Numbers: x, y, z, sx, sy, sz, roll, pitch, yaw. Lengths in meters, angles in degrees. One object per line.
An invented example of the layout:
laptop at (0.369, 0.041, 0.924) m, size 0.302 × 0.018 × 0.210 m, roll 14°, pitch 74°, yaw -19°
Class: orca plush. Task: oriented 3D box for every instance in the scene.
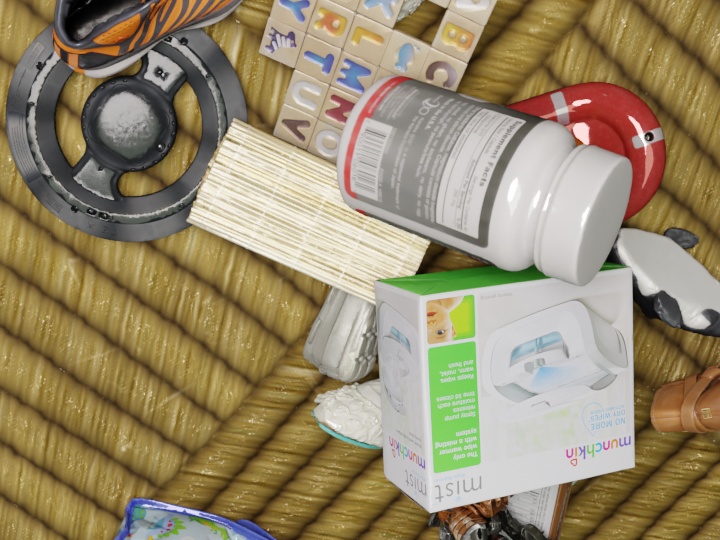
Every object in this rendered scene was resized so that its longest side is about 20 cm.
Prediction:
orca plush at (0.308, 0.021, 0.922) m, size 0.199 × 0.071 × 0.106 m, roll 12°, pitch 64°, yaw -22°

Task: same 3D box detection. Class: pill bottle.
pill bottle at (0.091, -0.068, 0.711) m, size 0.199 × 0.114 × 0.115 m, roll 23°, pitch 111°, yaw 27°

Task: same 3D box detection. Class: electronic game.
electronic game at (-0.194, -0.123, 0.800) m, size 0.198 × 0.042 × 0.202 m, roll -3°, pitch 104°, yaw -11°

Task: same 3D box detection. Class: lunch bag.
lunch bag at (-0.155, 0.336, 0.929) m, size 0.199 × 0.128 × 0.171 m, roll 14°, pitch 108°, yaw -2°

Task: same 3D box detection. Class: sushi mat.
sushi mat at (-0.039, -0.045, 0.800) m, size 0.199 × 0.012 × 0.096 m, roll 24°, pitch 94°, yaw -5°

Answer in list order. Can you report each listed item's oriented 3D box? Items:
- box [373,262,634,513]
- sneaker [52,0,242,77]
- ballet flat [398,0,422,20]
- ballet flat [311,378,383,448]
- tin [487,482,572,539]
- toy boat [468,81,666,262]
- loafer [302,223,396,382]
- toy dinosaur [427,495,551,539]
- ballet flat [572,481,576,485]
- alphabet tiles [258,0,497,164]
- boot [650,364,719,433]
box at (0.121, 0.088, 0.798) m, size 0.199 × 0.097 × 0.178 m, roll -6°, pitch 99°, yaw -22°
sneaker at (-0.144, -0.220, 0.715) m, size 0.200 × 0.112 × 0.078 m, roll -42°, pitch 97°, yaw -10°
ballet flat at (0.063, -0.280, 0.756) m, size 0.072 × 0.072 × 0.200 m, roll 36°, pitch 103°, yaw -18°
ballet flat at (0.033, 0.131, 0.884) m, size 0.072 × 0.072 × 0.200 m, roll -51°, pitch 140°, yaw 11°
tin at (0.150, 0.218, 0.941) m, size 0.111 × 0.042 × 0.201 m, roll 13°, pitch 116°, yaw 16°
toy boat at (0.162, -0.086, 0.801) m, size 0.199 × 0.131 × 0.131 m, roll -18°, pitch 92°, yaw 0°
loafer at (0.000, 0.000, 0.856) m, size 0.069 × 0.070 × 0.201 m, roll 21°, pitch 93°, yaw 25°
toy dinosaur at (0.121, 0.259, 0.897) m, size 0.102 × 0.136 × 0.201 m, roll -35°, pitch 150°, yaw -23°
ballet flat at (0.213, 0.121, 0.936) m, size 0.071 × 0.069 × 0.201 m, roll -19°, pitch 114°, yaw -28°
alphabet tiles at (0.001, -0.175, 0.780) m, size 0.166 × 0.008 × 0.201 m, roll 24°, pitch 124°, yaw 0°
boot at (0.381, 0.112, 0.936) m, size 0.154 × 0.199 × 0.074 m, roll -19°, pitch 81°, yaw 35°
